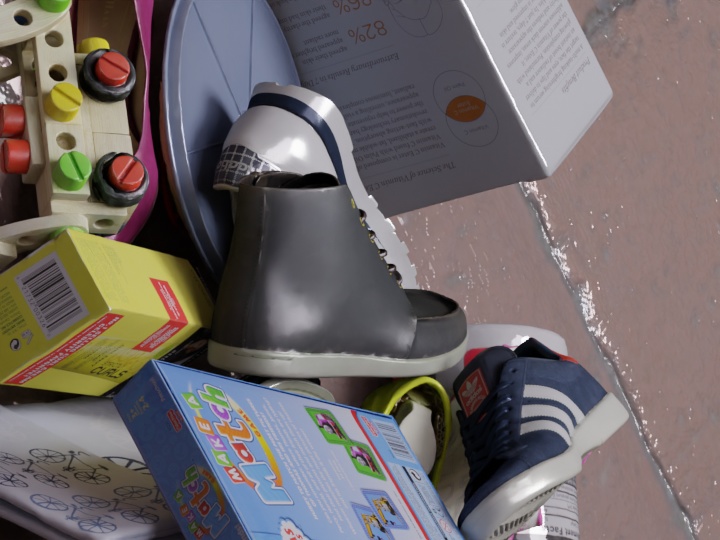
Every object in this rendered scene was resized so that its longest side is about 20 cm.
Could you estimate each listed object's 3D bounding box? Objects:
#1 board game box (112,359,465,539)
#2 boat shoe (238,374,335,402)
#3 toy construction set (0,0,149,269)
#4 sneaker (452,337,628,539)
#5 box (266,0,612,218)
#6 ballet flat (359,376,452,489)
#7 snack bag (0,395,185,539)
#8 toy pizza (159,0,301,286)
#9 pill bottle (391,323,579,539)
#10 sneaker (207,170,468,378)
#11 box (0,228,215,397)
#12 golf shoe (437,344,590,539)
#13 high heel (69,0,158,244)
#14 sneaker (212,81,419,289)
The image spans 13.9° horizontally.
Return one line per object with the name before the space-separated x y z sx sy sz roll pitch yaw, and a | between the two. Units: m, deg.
board game box | -0.018 0.124 1.453 0.200 0.037 0.152 18 34 -52
boat shoe | -0.047 0.087 1.653 0.075 0.066 0.199 -55 157 2
toy construction set | -0.183 -0.070 1.534 0.130 0.092 0.201 2 76 -22
sneaker | 0.078 0.090 1.609 0.085 0.075 0.200 46 21 4
box | 0.033 -0.149 1.797 0.201 0.152 0.106 62 39 -18
ballet flat | 0.007 0.143 1.606 0.067 0.067 0.201 26 61 -16
snack bag | -0.131 0.099 1.495 0.200 0.188 0.022 -2 109 -52
toy pizza | -0.078 -0.077 1.707 0.200 0.032 0.201 -8 90 -69
pill bottle | 0.077 0.140 1.794 0.110 0.110 0.201 15 67 -48
sneaker | 0.000 0.000 1.620 0.200 0.075 0.107 -3 104 -54
box | -0.134 0.025 1.529 0.050 0.075 0.200 59 9 12
golf shoe | 0.051 0.136 1.701 0.091 0.075 0.200 42 80 7
high heel | -0.146 -0.100 1.605 0.096 0.067 0.201 78 10 -53
sneaker | -0.030 -0.013 1.688 0.200 0.076 0.081 60 44 -39
